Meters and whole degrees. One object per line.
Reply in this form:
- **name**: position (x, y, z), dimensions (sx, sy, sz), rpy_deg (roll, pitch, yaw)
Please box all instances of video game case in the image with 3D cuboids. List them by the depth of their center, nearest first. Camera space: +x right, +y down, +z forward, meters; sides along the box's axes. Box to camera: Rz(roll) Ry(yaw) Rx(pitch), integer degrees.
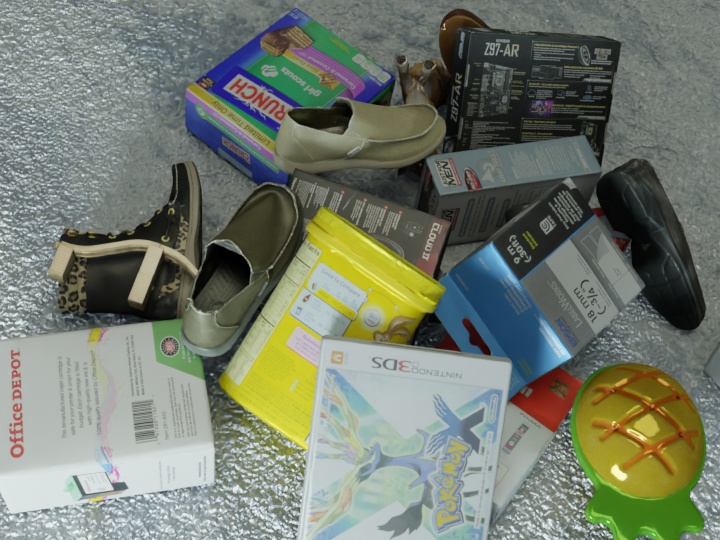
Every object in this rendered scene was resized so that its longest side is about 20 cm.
- **video game case**: position (0.040, 0.171, 1.022), dimensions (0.179, 0.022, 0.204), rpy_deg (7, 97, -3)

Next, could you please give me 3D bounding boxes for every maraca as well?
- **maraca**: position (0.274, 0.179, 1.075), dimensions (0.135, 0.108, 0.202), rpy_deg (3, 54, 4)

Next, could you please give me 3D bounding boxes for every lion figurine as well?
- **lion figurine**: position (0.073, -0.179, 1.323), dimensions (0.071, 0.123, 0.203), rpy_deg (7, 69, 15)

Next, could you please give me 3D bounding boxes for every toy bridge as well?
- **toy bridge**: position (-0.217, 0.005, 1.111), dimensions (0.197, 0.027, 0.068), rpy_deg (20, 71, -1)

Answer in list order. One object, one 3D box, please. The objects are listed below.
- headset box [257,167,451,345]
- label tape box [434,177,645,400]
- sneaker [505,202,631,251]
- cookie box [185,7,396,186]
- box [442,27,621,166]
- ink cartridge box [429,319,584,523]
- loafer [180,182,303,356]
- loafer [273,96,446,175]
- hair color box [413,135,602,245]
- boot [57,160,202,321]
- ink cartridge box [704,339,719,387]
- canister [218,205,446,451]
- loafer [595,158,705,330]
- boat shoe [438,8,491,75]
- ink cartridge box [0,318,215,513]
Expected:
- **headset box**: position (0.000, 0.000, 1.154), dimensions (0.197, 0.075, 0.151), rpy_deg (18, 81, 6)
- **label tape box**: position (0.182, 0.021, 1.126), dimensions (0.199, 0.063, 0.145), rpy_deg (-38, 92, -29)
- **sneaker**: position (0.256, -0.015, 1.245), dimensions (0.198, 0.067, 0.110), rpy_deg (2, 75, -25)
- **cookie box**: position (-0.084, -0.203, 1.319), dimensions (0.170, 0.076, 0.200), rpy_deg (37, 59, 16)
- **box**: position (0.201, -0.198, 1.292), dimensions (0.197, 0.163, 0.044), rpy_deg (-1, 20, -18)
- **ink cartridge box**: position (0.125, 0.133, 1.126), dimensions (0.161, 0.057, 0.200), rpy_deg (34, 62, 16)
- **loafer**: position (-0.111, -0.011, 1.069), dimensions (0.074, 0.070, 0.202), rpy_deg (20, 61, 7)
- **loafer**: position (0.000, -0.154, 1.198), dimensions (0.197, 0.069, 0.076), rpy_deg (-12, 43, -11)
- **hair color box**: position (0.167, -0.091, 1.259), dimensions (0.197, 0.100, 0.061), rpy_deg (-9, 56, -14)
- **boot**: position (-0.245, -0.033, 1.179), dimensions (0.148, 0.073, 0.203), rpy_deg (1, 63, -8)
- **ink cartridge box**: position (0.498, 0.079, 1.155), dimensions (0.198, 0.146, 0.146), rpy_deg (-24, 60, -23)
- **canister**: position (-0.030, 0.062, 1.066), dimensions (0.147, 0.087, 0.202), rpy_deg (33, 94, 5)
- **loafer**: position (0.339, -0.032, 1.218), dimensions (0.072, 0.072, 0.202), rpy_deg (-32, 101, -34)
- **boat shoe**: position (0.159, -0.243, 1.337), dimensions (0.070, 0.200, 0.071), rpy_deg (-23, 36, 26)
- **ink cartridge box**: position (-0.246, 0.137, 1.048), dimensions (0.197, 0.085, 0.146), rpy_deg (-6, 55, -13)
